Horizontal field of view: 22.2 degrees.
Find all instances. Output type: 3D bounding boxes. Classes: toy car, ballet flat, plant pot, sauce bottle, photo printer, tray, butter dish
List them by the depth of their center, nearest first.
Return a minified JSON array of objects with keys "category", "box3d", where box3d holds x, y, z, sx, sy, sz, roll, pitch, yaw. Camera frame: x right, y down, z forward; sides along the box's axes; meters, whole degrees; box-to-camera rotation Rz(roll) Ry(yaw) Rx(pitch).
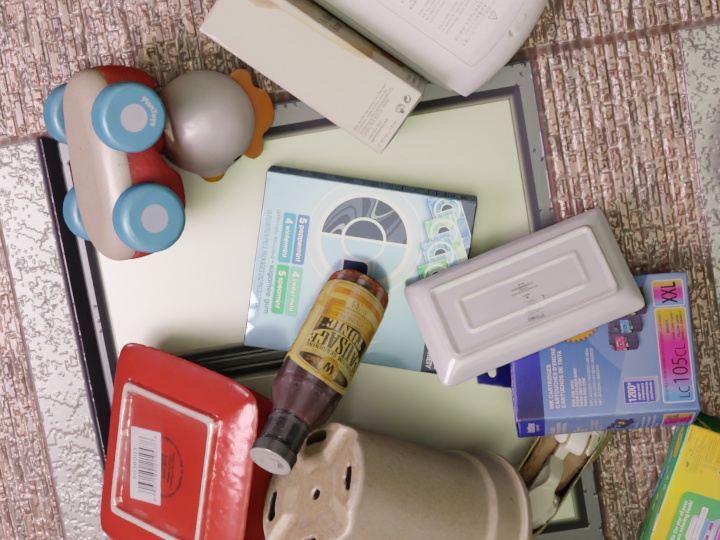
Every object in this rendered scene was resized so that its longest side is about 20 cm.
[{"category":"sauce bottle","box3d":[-0.038,0.091,1.642,0.066,0.066,0.200,26,59,-2]},{"category":"plant pot","box3d":[0.021,0.228,1.661,0.183,0.200,0.201,28,102,-35]},{"category":"photo printer","box3d":[0.069,-0.269,1.669,0.200,0.069,0.167,34,100,-4]},{"category":"tray","box3d":[0.148,0.021,1.673,0.200,0.022,0.108,-22,71,-1]},{"category":"toy car","box3d":[-0.163,-0.112,1.683,0.200,0.184,0.177,-15,101,-24]},{"category":"butter dish","box3d":[-0.135,0.177,1.729,0.199,0.148,0.201,17,105,41]},{"category":"ballet flat","box3d":[0.190,0.177,1.746,0.071,0.071,0.200,32,100,-3]}]

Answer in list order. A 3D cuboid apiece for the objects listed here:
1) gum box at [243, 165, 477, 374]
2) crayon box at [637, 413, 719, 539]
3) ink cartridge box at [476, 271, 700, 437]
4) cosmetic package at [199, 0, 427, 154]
[{"category":"gum box","box3d":[0.000,0.000,1.734,0.199,0.045,0.170,8,101,2]},{"category":"crayon box","box3d":[0.335,0.247,1.755,0.119,0.058,0.200,17,101,0]},{"category":"ink cartridge box","box3d":[0.207,0.080,1.698,0.199,0.076,0.137,-5,72,5]},{"category":"cosmetic package","box3d":[-0.040,-0.196,1.670,0.200,0.105,0.071,34,104,-5]}]
